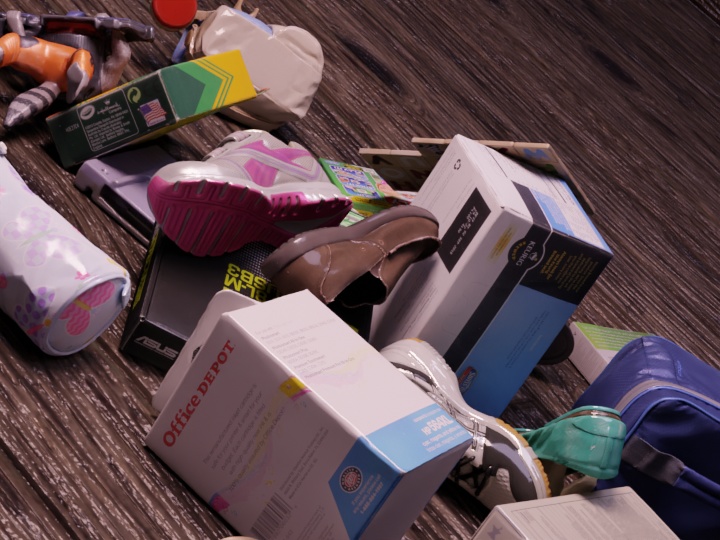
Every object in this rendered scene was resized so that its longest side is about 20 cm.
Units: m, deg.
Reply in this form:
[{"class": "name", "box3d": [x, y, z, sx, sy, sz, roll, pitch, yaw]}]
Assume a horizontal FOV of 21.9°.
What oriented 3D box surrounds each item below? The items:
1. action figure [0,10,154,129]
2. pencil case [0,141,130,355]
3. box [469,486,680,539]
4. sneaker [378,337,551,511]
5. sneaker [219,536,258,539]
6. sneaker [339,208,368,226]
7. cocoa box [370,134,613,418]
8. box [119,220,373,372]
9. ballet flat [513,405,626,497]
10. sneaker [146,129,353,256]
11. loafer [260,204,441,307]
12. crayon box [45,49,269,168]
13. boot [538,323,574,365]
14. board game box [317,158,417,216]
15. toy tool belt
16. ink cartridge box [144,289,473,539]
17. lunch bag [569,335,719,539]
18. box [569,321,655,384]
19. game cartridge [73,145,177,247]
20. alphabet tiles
[{"class": "action figure", "box3d": [-0.296, -0.184, 1.686, 0.199, 0.105, 0.193, 5, 7, 14]}, {"class": "pencil case", "box3d": [-0.262, -0.026, 1.400, 0.091, 0.083, 0.200, -28, 63, -39]}, {"class": "box", "box3d": [0.169, 0.234, 1.467, 0.199, 0.078, 0.095, 3, 39, -50]}, {"class": "sneaker", "box3d": [0.068, 0.146, 1.539, 0.087, 0.076, 0.200, -23, 57, -42]}, {"class": "sneaker", "box3d": [-0.019, 0.242, 1.236, 0.199, 0.067, 0.090, 18, 35, -32]}, {"class": "sneaker", "box3d": [-0.012, -0.034, 1.751, 0.199, 0.078, 0.085, 26, 24, -16]}, {"class": "cocoa box", "box3d": [0.105, 0.008, 1.665, 0.131, 0.200, 0.134, 20, 25, -29]}, {"class": "box", "box3d": [-0.086, 0.031, 1.524, 0.199, 0.048, 0.194, 28, 35, -15]}, {"class": "ballet flat", "box3d": [0.158, 0.161, 1.558, 0.067, 0.071, 0.200, 14, -16, -17]}, {"class": "sneaker", "box3d": [-0.102, -0.068, 1.522, 0.199, 0.081, 0.088, 4, 46, -49]}, {"class": "loafer", "box3d": [0.000, 0.000, 1.548, 0.199, 0.073, 0.071, -17, 74, -46]}, {"class": "crayon box", "box3d": [-0.181, -0.151, 1.696, 0.051, 0.126, 0.200, 69, 24, -4]}, {"class": "boot", "box3d": [0.134, 0.014, 1.890, 0.187, 0.069, 0.200, 21, 18, 2]}, {"class": "board game box", "box3d": [0.061, -0.061, 1.877, 0.199, 0.029, 0.135, 11, 17, -18]}, {"class": "toy tool belt", "box3d": [-0.140, -0.227, 1.942, 0.199, 0.125, 0.123, 30, -8, -16]}, {"class": "ink cartridge box", "box3d": [-0.046, 0.114, 1.356, 0.200, 0.129, 0.125, 42, 24, 17]}, {"class": "lunch bag", "box3d": [0.299, 0.171, 1.687, 0.199, 0.136, 0.133, 28, 24, -17]}, {"class": "box", "box3d": [0.306, 0.134, 1.897, 0.144, 0.036, 0.200, 10, 34, -44]}, {"class": "game cartridge", "box3d": [-0.143, -0.037, 1.645, 0.200, 0.038, 0.130, 40, 28, 13]}, {"class": "alphabet tiles", "box3d": [0.106, -0.090, 1.755, 0.199, 0.008, 0.167, 4, -17, 24]}]
